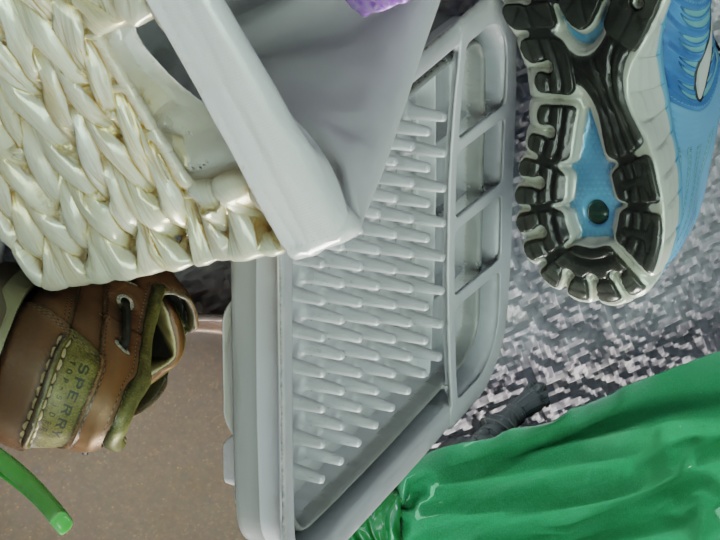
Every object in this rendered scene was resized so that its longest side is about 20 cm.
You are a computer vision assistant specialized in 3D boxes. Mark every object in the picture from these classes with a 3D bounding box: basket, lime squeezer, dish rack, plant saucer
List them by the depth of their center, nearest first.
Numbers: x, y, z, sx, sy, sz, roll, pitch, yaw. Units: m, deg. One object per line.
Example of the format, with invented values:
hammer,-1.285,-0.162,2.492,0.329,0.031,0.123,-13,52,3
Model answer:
basket,-0.060,-0.102,0.988,0.123,0.201,0.136,-15,122,26
dish rack,0.000,0.000,1.096,0.043,0.200,0.173,13,119,22
lime squeezer,-0.173,0.072,1.111,0.199,0.071,0.038,-7,116,36
plant saucer,-0.074,0.101,1.191,0.199,0.035,0.202,-7,117,-13

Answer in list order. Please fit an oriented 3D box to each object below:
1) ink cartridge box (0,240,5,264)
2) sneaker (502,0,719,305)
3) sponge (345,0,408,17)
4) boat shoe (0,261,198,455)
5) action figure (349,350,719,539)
ink cartridge box,-0.226,-0.016,1.029,0.199,0.084,0.146,-1,143,-16
sneaker,0.100,-0.093,1.131,0.078,0.090,0.201,8,104,27
sponge,0.007,-0.186,0.984,0.030,0.201,0.112,-15,124,28
boat shoe,-0.094,0.024,1.047,0.068,0.200,0.072,20,109,1
action figure,0.074,0.089,1.198,0.199,0.055,0.119,-10,118,-27
